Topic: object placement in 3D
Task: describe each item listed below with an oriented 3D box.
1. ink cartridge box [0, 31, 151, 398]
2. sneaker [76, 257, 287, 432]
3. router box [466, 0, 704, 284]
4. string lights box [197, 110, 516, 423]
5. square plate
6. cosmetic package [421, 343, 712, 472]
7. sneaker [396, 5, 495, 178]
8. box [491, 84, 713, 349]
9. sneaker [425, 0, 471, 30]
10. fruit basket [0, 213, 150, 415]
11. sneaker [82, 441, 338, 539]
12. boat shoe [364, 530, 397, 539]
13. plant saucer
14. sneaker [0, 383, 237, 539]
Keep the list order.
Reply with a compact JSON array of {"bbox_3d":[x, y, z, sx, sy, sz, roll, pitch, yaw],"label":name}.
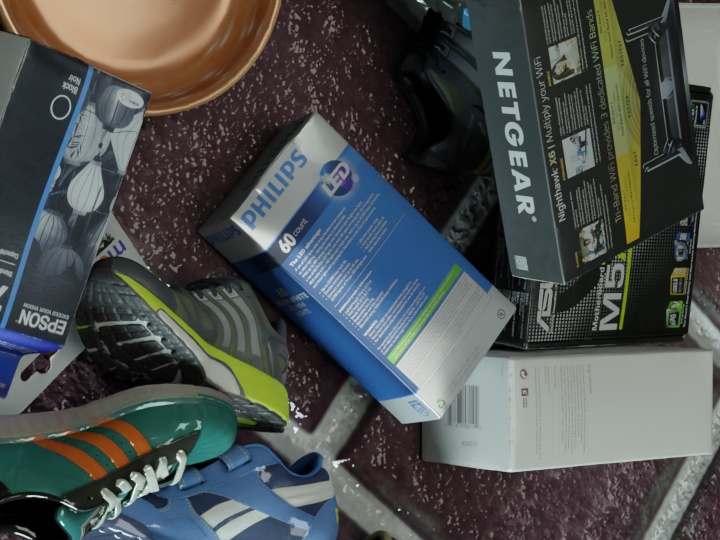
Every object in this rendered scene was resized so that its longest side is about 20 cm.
[{"bbox_3d":[-0.193,-0.025,0.993,0.099,0.039,0.200,20,89,-50],"label":"ink cartridge box"},{"bbox_3d":[-0.109,0.035,1.111,0.200,0.074,0.081,44,46,-53],"label":"sneaker"},{"bbox_3d":[0.157,-0.111,1.201,0.157,0.052,0.200,-25,113,-37],"label":"router box"},{"bbox_3d":[0.000,0.000,1.194,0.200,0.059,0.103,44,65,-14],"label":"string lights box"},{"bbox_3d":[0.246,-0.115,1.409,0.198,0.028,0.200,-4,92,-36],"label":"square plate"},{"bbox_3d":[0.154,0.097,1.294,0.200,0.108,0.085,1,88,-34],"label":"cosmetic package"},{"bbox_3d":[0.068,-0.164,1.260,0.081,0.074,0.200,-6,91,-32],"label":"sneaker"},{"bbox_3d":[0.179,-0.044,1.299,0.193,0.047,0.200,1,97,-46],"label":"box"},{"bbox_3d":[0.028,-0.231,1.192,0.200,0.073,0.082,20,75,-25],"label":"sneaker"},{"bbox_3d":[-0.227,-0.010,1.037,0.185,0.094,0.200,-45,117,-27],"label":"fruit basket"},{"bbox_3d":[-0.099,0.149,1.138,0.200,0.074,0.082,11,78,-37],"label":"sneaker"},{"bbox_3d":[0.029,0.217,1.226,0.202,0.075,0.075,-15,92,-34],"label":"boat shoe"},{"bbox_3d":[-0.142,-0.195,1.089,0.200,0.037,0.201,0,90,-30],"label":"plant saucer"},{"bbox_3d":[-0.160,0.124,1.039,0.200,0.071,0.080,-10,57,-25],"label":"sneaker"}]
